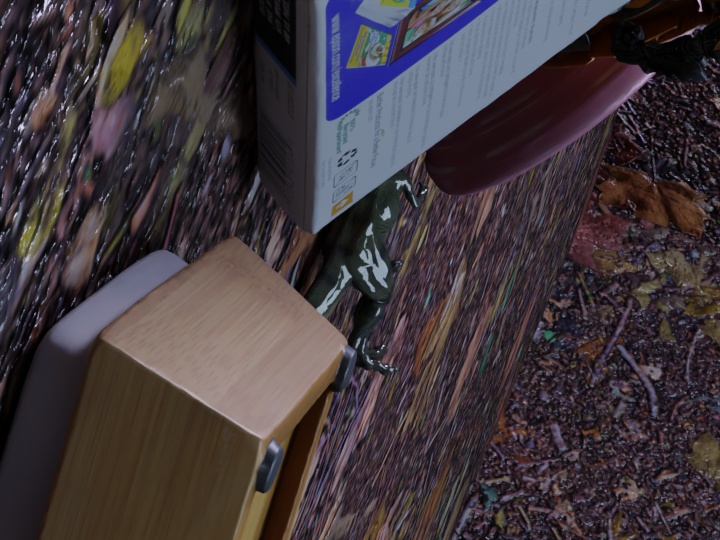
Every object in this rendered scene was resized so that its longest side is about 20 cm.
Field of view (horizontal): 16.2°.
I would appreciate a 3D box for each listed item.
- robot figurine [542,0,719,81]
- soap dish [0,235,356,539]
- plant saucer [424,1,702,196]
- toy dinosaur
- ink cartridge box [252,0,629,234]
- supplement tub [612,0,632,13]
[{"bbox_3d":[0.141,-0.156,1.300,0.058,0.200,0.145,60,41,-39],"label":"robot figurine"},{"bbox_3d":[-0.072,0.101,0.831,0.157,0.081,0.201,-46,154,-74],"label":"soap dish"},{"bbox_3d":[0.108,-0.125,1.421,0.200,0.051,0.201,-37,-166,11],"label":"plant saucer"},{"bbox_3d":[0.000,0.000,1.272,0.088,0.047,0.200,72,36,-55],"label":"toy dinosaur"},{"bbox_3d":[0.047,-0.119,0.947,0.200,0.043,0.198,-36,162,-15],"label":"ink cartridge box"},{"bbox_3d":[0.083,-0.195,1.037,0.200,0.122,0.123,95,16,-65],"label":"supplement tub"}]
